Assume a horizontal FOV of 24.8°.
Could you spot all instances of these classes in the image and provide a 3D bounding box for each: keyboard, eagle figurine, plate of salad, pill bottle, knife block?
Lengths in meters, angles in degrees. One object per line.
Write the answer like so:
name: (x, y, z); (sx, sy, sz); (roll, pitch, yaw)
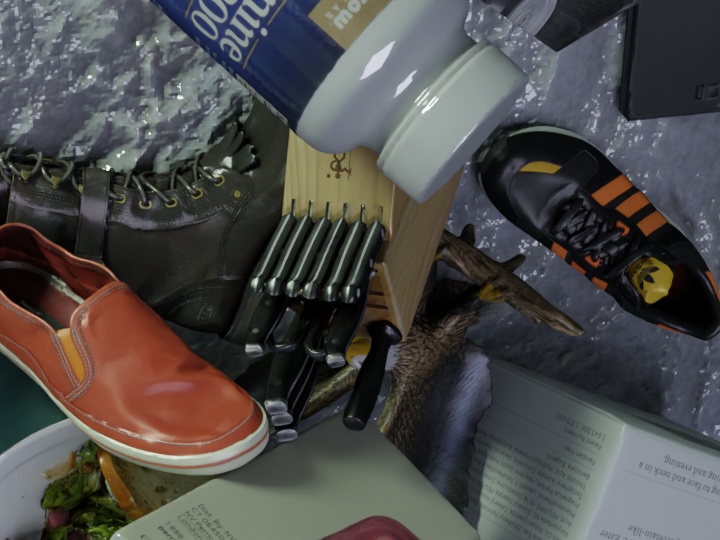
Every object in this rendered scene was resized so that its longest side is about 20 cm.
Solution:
keyboard: (0.225, -0.189, 1.012); (0.126, 0.021, 0.201); (-6, 122, -12)
eagle figurine: (0.016, 0.064, 0.998); (0.150, 0.152, 0.201); (22, 109, -30)
plate of salad: (-0.151, 0.169, 0.902); (0.199, 0.048, 0.201); (-21, 128, -30)
pill bottle: (-0.018, -0.129, 0.800); (0.200, 0.111, 0.111); (42, 101, 5)
knife block: (0.000, 0.000, 0.906); (0.064, 0.200, 0.177); (7, 96, 18)

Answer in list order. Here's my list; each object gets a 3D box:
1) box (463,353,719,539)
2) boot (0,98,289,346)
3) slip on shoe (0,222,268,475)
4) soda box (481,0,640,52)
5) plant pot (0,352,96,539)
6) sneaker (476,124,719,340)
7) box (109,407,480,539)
box: (0.164, 0.157, 1.069); (0.198, 0.200, 0.131); (21, 91, -30)
boot: (-0.123, -0.043, 0.936); (0.173, 0.069, 0.201); (10, 108, -17)
slip on shoe: (-0.131, 0.040, 0.856); (0.074, 0.200, 0.061); (-37, 149, -37)
soda box: (0.065, -0.202, 0.899); (0.199, 0.064, 0.071); (28, 143, -31)
plant pot: (-0.199, 0.129, 0.965); (0.199, 0.141, 0.142); (-11, 123, -24)
sneaker: (0.162, -0.021, 1.043); (0.200, 0.090, 0.070); (32, 104, -33)
box: (-0.051, 0.177, 0.858); (0.200, 0.109, 0.128); (-23, 151, -51)
